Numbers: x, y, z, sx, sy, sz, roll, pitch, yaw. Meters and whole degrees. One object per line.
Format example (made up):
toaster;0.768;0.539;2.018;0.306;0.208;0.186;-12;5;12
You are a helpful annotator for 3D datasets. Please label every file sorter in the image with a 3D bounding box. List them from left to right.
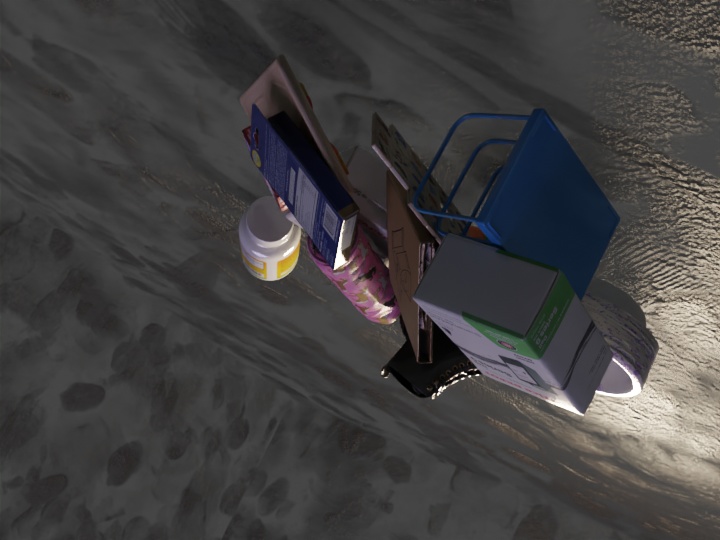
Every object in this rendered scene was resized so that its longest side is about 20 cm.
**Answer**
file sorter;0.172;-0.063;0.982;0.122;0.140;0.200;15;160;48

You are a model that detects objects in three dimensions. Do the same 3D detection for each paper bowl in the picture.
paper bowl;0.313;0.081;1.229;0.198;0.105;0.201;28;164;9

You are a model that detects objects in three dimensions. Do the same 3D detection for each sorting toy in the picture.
sorting toy;-0.081;-0.169;1.148;0.187;0.036;0.199;62;159;-5

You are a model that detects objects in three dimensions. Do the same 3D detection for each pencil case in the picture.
pencil case;0.000;0.000;1.233;0.082;0.088;0.200;18;160;34

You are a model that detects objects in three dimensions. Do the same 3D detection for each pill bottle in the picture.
pill bottle;-0.161;-0.060;1.582;0.110;0.112;0.200;27;164;2

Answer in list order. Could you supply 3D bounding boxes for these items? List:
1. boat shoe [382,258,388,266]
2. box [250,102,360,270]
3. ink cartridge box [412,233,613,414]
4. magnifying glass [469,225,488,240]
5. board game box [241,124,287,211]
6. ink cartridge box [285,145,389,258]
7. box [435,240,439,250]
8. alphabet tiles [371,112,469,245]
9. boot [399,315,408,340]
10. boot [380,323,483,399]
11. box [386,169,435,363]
boat shoe;0.047;-0.003;1.508;0.073;0.075;0.201;31;158;28
box;-0.074;-0.111;1.108;0.201;0.032;0.122;52;156;19
ink cartridge box;0.168;0.061;0.945;0.145;0.085;0.200;20;163;40
magnifying glass;0.181;-0.040;1.168;0.022;0.081;0.199;31;175;-24
board game box;-0.134;-0.143;1.286;0.104;0.019;0.200;60;176;0
ink cartridge box;-0.003;-0.088;1.281;0.145;0.085;0.199;33;162;-18
box;0.149;0.036;1.176;0.199;0.048;0.159;41;161;6
alphabet tiles;0.074;-0.091;1.040;0.200;0.007;0.168;49;-160;-22
boot;0.127;0.082;1.355;0.158;0.079;0.213;42;-162;-35
boot;0.137;0.125;1.103;0.198;0.139;0.078;27;156;32
box;0.060;-0.009;1.094;0.021;0.166;0.201;-6;-150;-8
